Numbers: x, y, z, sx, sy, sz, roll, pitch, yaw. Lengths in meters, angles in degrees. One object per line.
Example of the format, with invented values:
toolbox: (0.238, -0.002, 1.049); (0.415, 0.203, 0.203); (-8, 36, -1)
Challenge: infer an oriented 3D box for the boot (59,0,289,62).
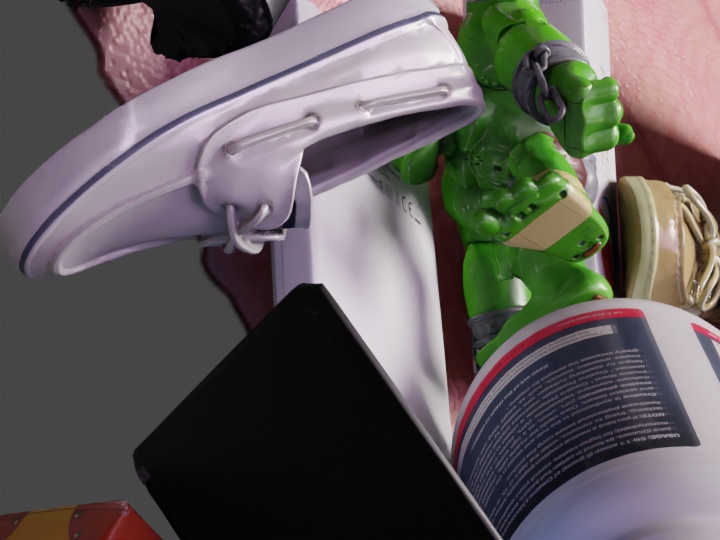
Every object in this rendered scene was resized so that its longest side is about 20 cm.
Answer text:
boot: (-0.011, -0.143, 0.791); (0.077, 0.199, 0.169); (92, 19, -47)

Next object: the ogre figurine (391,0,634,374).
ogre figurine: (0.069, -0.038, 0.844); (0.200, 0.098, 0.120); (64, 6, -51)

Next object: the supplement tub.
supplement tub: (0.112, 0.110, 0.758); (0.141, 0.140, 0.200); (59, 10, -22)

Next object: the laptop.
laptop: (0.010, 0.110, 0.691); (0.178, 0.103, 0.200); (55, 4, 11)

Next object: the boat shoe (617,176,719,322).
boat shoe: (0.168, -0.005, 0.994); (0.201, 0.063, 0.074); (44, 44, -72)

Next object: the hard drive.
hard drive: (0.000, 0.000, 0.833); (0.132, 0.026, 0.201); (39, 42, -56)

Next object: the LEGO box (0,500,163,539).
LEGO box: (-0.103, 0.204, 0.661); (0.149, 0.077, 0.201); (51, 46, -30)

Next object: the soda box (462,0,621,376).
soda box: (0.090, -0.042, 0.955); (0.068, 0.063, 0.201); (34, 53, -68)

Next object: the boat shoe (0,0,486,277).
boat shoe: (-0.041, -0.042, 0.741); (0.199, 0.074, 0.066); (-30, 75, -14)
